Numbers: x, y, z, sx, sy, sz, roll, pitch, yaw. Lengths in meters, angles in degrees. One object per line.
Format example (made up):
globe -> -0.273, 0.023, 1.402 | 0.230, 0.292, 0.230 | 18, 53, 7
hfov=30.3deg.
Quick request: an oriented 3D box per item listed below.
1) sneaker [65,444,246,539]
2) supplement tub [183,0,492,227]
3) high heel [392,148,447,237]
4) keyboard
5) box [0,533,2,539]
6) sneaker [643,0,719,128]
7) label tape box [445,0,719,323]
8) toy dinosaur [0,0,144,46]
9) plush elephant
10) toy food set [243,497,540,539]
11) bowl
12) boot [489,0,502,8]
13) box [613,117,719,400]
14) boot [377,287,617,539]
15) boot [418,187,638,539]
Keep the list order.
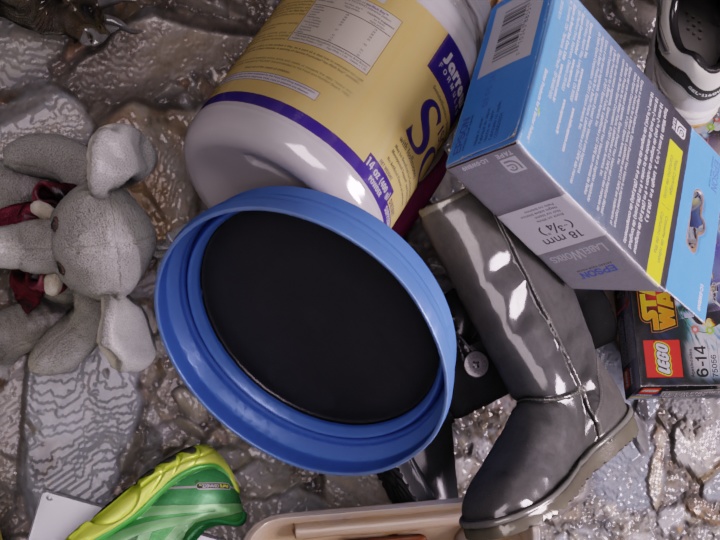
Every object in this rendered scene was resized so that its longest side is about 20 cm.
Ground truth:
sneaker -> -0.159, 0.202, 0.885 | 0.199, 0.074, 0.084 | -40, 85, -12
supplement tub -> -0.009, -0.114, 0.875 | 0.145, 0.145, 0.201 | 34, 64, -4
high heel -> 0.000, 0.000, 0.946 | 0.199, 0.067, 0.097 | -41, 126, -13
keyboard -> -0.135, 0.207, 0.931 | 0.197, 0.011, 0.057 | 17, 80, -6
box -> -0.299, 0.111, 0.885 | 0.074, 0.050, 0.203 | -14, 88, 18
sneaker -> 0.244, -0.206, 0.944 | 0.074, 0.088, 0.203 | 3, 71, -4
label tape box -> 0.154, -0.069, 0.874 | 0.200, 0.063, 0.146 | 40, 51, -29
toy dinosaur -> -0.244, -0.220, 0.919 | 0.102, 0.077, 0.202 | -31, 86, -19
plush elephant -> -0.190, -0.015, 0.861 | 0.197, 0.155, 0.168 | -5, 87, -6
toy food set -> 0.017, 0.231, 0.886 | 0.197, 0.061, 0.145 | -3, 120, -7
bowl -> -0.032, 0.038, 0.821 | 0.200, 0.201, 0.039 | 39, 43, -3
boot -> 0.105, -0.262, 0.957 | 0.075, 0.074, 0.202 | 23, 87, 5
box -> 0.247, -0.011, 0.944 | 0.135, 0.040, 0.203 | -1, 71, -6
boot -> 0.097, 0.085, 0.942 | 0.198, 0.065, 0.167 | -31, 104, -18
boot -> 0.091, 0.047, 0.856 | 0.181, 0.072, 0.202 | -33, 105, -44
